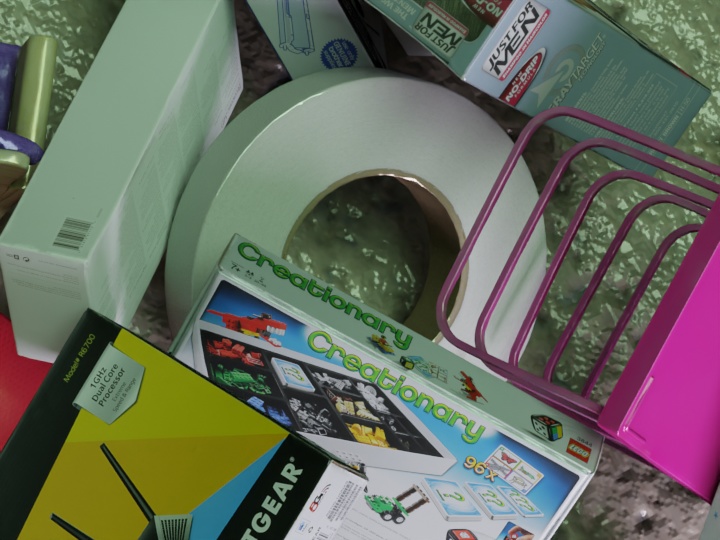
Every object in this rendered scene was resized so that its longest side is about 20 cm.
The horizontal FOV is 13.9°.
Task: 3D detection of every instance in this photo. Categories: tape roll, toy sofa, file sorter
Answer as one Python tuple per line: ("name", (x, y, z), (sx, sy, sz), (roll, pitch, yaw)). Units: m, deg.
("tape roll", (0.000, 0.000, 1.472), (0.202, 0.037, 0.203), (-7, 105, -27))
("toy sofa", (-0.247, -0.091, 1.413), (0.200, 0.098, 0.083), (12, 70, -18))
("file sorter", (0.145, 0.020, 1.462), (0.125, 0.200, 0.139), (26, 86, 31))

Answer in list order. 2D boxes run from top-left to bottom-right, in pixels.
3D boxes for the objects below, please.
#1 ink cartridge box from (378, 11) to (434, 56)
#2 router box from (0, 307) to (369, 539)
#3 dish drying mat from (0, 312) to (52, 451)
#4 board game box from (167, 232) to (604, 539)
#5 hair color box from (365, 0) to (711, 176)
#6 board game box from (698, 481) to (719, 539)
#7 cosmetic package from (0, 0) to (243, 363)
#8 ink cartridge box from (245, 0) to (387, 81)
("ink cartridge box", (0.045, -0.188, 1.546), (0.067, 0.200, 0.117), (4, 66, 24))
("router box", (-0.111, 0.140, 1.338), (0.149, 0.051, 0.200), (30, 88, 27))
("dish drying mat", (-0.197, 0.050, 1.435), (0.200, 0.018, 0.077), (38, 64, -9))
("board game box", (-0.001, 0.081, 1.401), (0.200, 0.126, 0.035), (29, 36, -3))
("hair color box", (0.083, -0.116, 1.464), (0.099, 0.200, 0.061), (40, 100, 33))
("board game box", (0.252, 0.104, 1.454), (0.147, 0.064, 0.200), (4, 113, -32))
("cosmetic package", (-0.114, -0.053, 1.434), (0.051, 0.083, 0.200), (11, 49, 15))
("ink cartridge box", (-0.048, -0.175, 1.474), (0.044, 0.094, 0.200), (-25, 122, 11))
